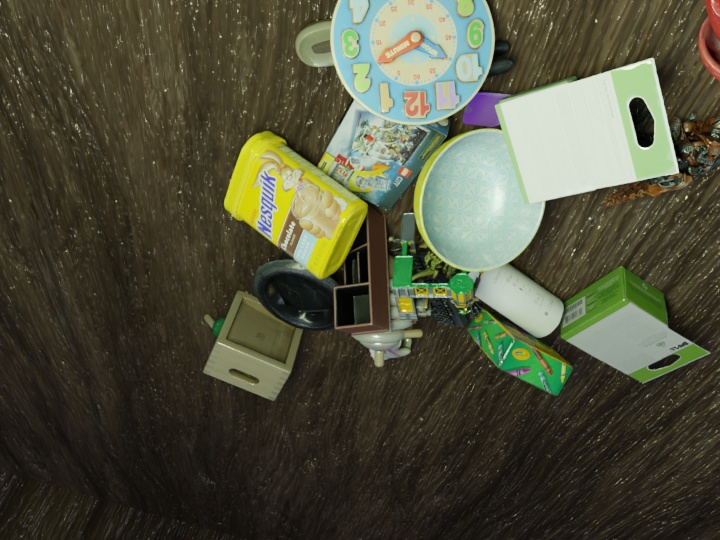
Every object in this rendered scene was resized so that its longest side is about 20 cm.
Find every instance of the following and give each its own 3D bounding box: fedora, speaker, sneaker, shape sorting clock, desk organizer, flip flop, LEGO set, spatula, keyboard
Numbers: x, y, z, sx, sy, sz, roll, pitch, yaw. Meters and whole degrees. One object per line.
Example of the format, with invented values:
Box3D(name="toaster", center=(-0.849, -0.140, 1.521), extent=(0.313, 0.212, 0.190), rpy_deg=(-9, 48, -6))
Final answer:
Box3D(name="fedora", center=(-0.100, 0.024, 1.247), extent=(0.199, 0.092, 0.201), rpy_deg=(9, 142, 7))
Box3D(name="speaker", center=(0.251, 0.033, 1.149), extent=(0.199, 0.081, 0.081), rpy_deg=(32, 138, -19))
Box3D(name="sneaker", center=(0.043, 0.105, 1.310), extent=(0.088, 0.082, 0.200), rpy_deg=(-8, 143, 24))
Box3D(name="shape sorting clock", center=(0.063, -0.275, 0.800), extent=(0.199, 0.039, 0.201), rpy_deg=(-1, 100, -6))
Box3D(name="desk organizer", center=(0.000, 0.000, 1.092), extent=(0.071, 0.201, 0.077), rpy_deg=(-8, 165, 22))
Box3D(name="flip flop", center=(0.005, -0.299, 0.865), extent=(0.199, 0.058, 0.081), rpy_deg=(-7, 135, 19))
Box3D(name="LEGO set", center=(0.122, -0.002, 1.075), extent=(0.153, 0.201, 0.116), rpy_deg=(-7, 144, 7))
Box3D(name="spatula", center=(0.110, -0.241, 0.928), extent=(0.199, 0.021, 0.057), rpy_deg=(16, 139, 1))
Box3D(name="keyboard", center=(0.149, 0.038, 1.214), extent=(0.127, 0.021, 0.200), rpy_deg=(3, 141, 37))

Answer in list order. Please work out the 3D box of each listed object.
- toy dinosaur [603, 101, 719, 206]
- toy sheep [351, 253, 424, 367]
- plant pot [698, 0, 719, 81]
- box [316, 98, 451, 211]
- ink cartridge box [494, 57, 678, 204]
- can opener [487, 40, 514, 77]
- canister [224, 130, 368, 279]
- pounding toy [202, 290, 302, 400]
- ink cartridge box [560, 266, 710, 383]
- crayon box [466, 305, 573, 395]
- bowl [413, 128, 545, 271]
Box3D(name="toy dinosaur", center=(0.410, -0.143, 0.891), extent=(0.135, 0.102, 0.200), rpy_deg=(17, 121, -27))
Box3D(name="toy sheep", center=(0.040, 0.070, 1.178), extent=(0.137, 0.201, 0.138), rpy_deg=(0, -178, 0))
Box3D(name="plant pot", center=(0.435, -0.281, 0.644), extent=(0.199, 0.201, 0.183), rpy_deg=(0, 146, 18))
Box3D(name="box", center=(0.026, -0.181, 0.996), extent=(0.136, 0.038, 0.200), rpy_deg=(25, 145, -11))
Box3D(name="ink cartridge box", center=(0.287, -0.175, 0.857), extent=(0.199, 0.048, 0.146), rpy_deg=(-10, 109, 34))
Box3D(name="can opener", center=(0.095, -0.259, 0.861), extent=(0.199, 0.064, 0.079), rpy_deg=(-16, 166, 5))
Box3D(name="canister", center=(-0.100, -0.099, 1.035), extent=(0.200, 0.086, 0.149), rpy_deg=(37, 124, 16))
Box3D(name="pounding toy", center=(-0.239, 0.148, 1.388), extent=(0.199, 0.185, 0.142), rpy_deg=(24, 128, -9))
Box3D(name="ink cartridge box", center=(0.469, 0.101, 1.158), extent=(0.199, 0.076, 0.148), rpy_deg=(29, 138, -16))
Box3D(name="crayon box", center=(0.273, 0.135, 1.179), extent=(0.118, 0.200, 0.058), rpy_deg=(26, 99, -11))
Box3D(name="bowl", center=(0.156, -0.107, 0.981), extent=(0.200, 0.201, 0.108), rpy_deg=(37, 179, -23))
